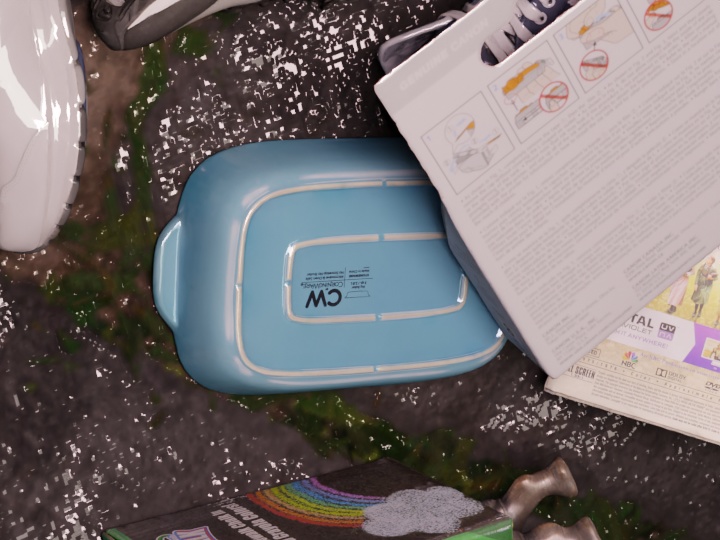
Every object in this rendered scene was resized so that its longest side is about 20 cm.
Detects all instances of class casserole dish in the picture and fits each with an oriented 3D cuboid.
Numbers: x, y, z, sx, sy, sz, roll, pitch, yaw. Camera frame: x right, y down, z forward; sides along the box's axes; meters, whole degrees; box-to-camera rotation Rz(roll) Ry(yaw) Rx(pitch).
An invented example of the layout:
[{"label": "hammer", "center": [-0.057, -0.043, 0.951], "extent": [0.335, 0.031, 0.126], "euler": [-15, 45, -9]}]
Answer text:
[{"label": "casserole dish", "center": [0.000, 0.000, 1.324], "extent": [0.200, 0.039, 0.121], "euler": [-3, 101, -28]}]

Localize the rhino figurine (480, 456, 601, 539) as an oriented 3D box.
[{"label": "rhino figurine", "center": [0.093, 0.197, 1.404], "extent": [0.087, 0.060, 0.200], "euler": [-21, 112, -4]}]

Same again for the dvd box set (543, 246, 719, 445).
[{"label": "dvd box set", "center": [0.187, -0.015, 1.385], "extent": [0.146, 0.029, 0.200], "euler": [16, 93, 9]}]

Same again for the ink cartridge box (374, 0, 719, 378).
[{"label": "ink cartridge box", "center": [0.100, -0.069, 1.283], "extent": [0.160, 0.047, 0.200], "euler": [-38, 128, -6]}]

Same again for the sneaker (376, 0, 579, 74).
[{"label": "sneaker", "center": [0.073, -0.128, 1.275], "extent": [0.108, 0.070, 0.200], "euler": [-20, 141, -32]}]

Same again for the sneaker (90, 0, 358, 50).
[{"label": "sneaker", "center": [-0.028, -0.144, 1.259], "extent": [0.200, 0.074, 0.079], "euler": [-31, 119, -21]}]

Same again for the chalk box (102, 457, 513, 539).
[{"label": "chalk box", "center": [-0.039, 0.178, 1.290], "extent": [0.200, 0.125, 0.124], "euler": [-13, 107, -25]}]

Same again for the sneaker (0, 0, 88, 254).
[{"label": "sneaker", "center": [-0.160, -0.102, 1.197], "extent": [0.087, 0.075, 0.200], "euler": [-6, 110, -10]}]
